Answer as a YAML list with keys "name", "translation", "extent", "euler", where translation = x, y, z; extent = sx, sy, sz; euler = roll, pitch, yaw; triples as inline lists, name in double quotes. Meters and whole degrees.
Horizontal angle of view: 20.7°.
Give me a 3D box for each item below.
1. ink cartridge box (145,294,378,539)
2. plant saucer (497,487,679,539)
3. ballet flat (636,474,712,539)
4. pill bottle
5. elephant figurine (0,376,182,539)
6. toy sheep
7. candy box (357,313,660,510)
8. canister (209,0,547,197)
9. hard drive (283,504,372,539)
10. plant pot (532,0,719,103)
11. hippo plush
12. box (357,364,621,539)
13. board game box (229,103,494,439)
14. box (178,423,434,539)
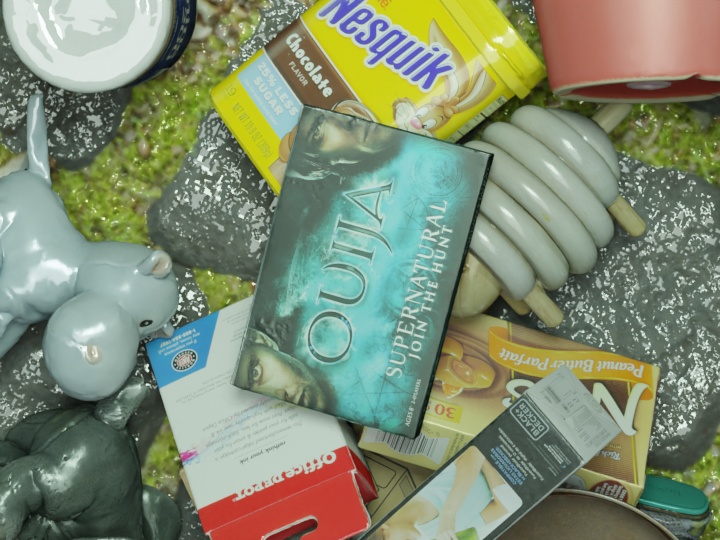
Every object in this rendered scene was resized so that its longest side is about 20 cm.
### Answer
- name: "ink cartridge box"
  translation: [-0.065, 0.124, 1.402]
  extent: [0.116, 0.067, 0.200]
  euler: [-24, 62, 6]
- name: "plant saucer"
  translation: [0.153, 0.234, 1.391]
  extent: [0.200, 0.034, 0.201]
  euler: [6, 116, 13]
- name: "ballet flat"
  translation: [0.155, 0.168, 1.449]
  extent: [0.200, 0.072, 0.072]
  euler: [19, 98, 1]
- name: "pill bottle"
  translation: [-0.171, -0.180, 1.348]
  extent: [0.111, 0.200, 0.111]
  euler: [0, 98, 2]
- name: "elephant figurine"
  translation: [-0.195, 0.203, 1.451]
  extent: [0.141, 0.155, 0.200]
  euler: [-43, 109, -36]
- name: "toy sheep"
  translation: [0.123, -0.047, 1.393]
  extent: [0.138, 0.138, 0.200]
  euler: [42, 81, -3]
- name: "candy box"
  translation: [0.108, 0.097, 1.411]
  extent: [0.200, 0.116, 0.055]
  euler: [17, 137, -1]
- name: "canister"
  translation: [0.010, -0.133, 1.392]
  extent: [0.200, 0.087, 0.149]
  euler: [-39, 74, 9]
- name: "hard drive"
  translation: [-0.089, 0.239, 1.408]
  extent: [0.200, 0.132, 0.027]
  euler: [-31, 101, 18]
- name: "plant pot"
  translation: [0.195, -0.207, 1.318]
  extent: [0.200, 0.200, 0.178]
  euler: [0, 89, 3]
- name: "hippo plush"
  translation: [-0.211, 0.020, 1.401]
  extent: [0.161, 0.159, 0.200]
  euler: [25, 58, 5]
- name: "box"
  translation: [0.071, 0.155, 1.303]
  extent: [0.200, 0.117, 0.060]
  euler: [-43, 82, 17]
- name: "board game box"
  translation: [0.000, 0.000, 1.336]
  extent: [0.135, 0.028, 0.200]
  euler: [15, 95, 10]
- name: "box"
  translation: [-0.015, 0.179, 1.478]
  extent: [0.200, 0.021, 0.164]
  euler: [-24, 95, 6]
